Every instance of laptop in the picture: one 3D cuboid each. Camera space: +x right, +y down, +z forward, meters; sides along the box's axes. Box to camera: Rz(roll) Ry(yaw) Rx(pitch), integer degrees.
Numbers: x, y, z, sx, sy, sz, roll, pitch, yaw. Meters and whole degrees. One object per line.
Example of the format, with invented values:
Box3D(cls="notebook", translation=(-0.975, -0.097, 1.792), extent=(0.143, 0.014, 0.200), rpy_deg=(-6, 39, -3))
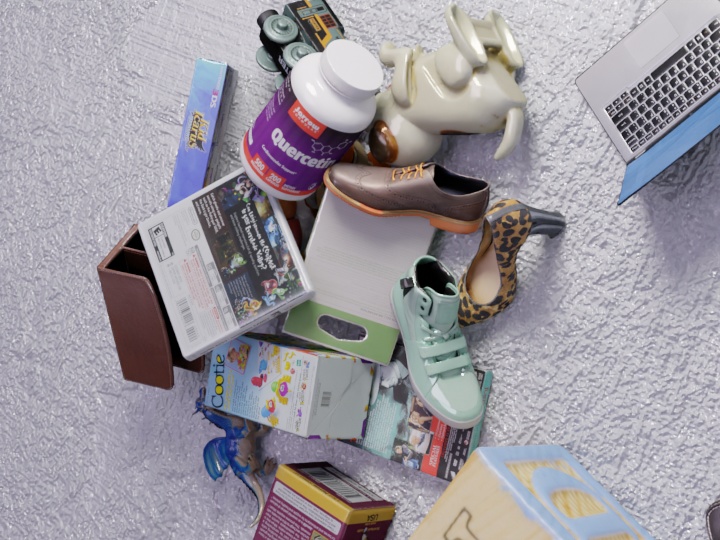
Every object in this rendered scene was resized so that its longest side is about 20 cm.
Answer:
Box3D(cls="laptop", translation=(0.322, -0.197, 1.469), extent=(0.187, 0.116, 0.200), rpy_deg=(-40, 64, 27))

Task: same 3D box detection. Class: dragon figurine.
Box3D(cls="dragon figurine", translation=(-0.170, 0.250, 1.843), extent=(0.099, 0.059, 0.201), rpy_deg=(-20, 74, 35))

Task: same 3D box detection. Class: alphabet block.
Box3D(cls="alphabet block", translation=(0.180, 0.327, 1.488), extent=(0.196, 0.195, 0.200), rpy_deg=(47, 112, 32))

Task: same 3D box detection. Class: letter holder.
Box3D(cls="letter holder", translation=(-0.249, 0.058, 1.821), extent=(0.142, 0.101, 0.201), rpy_deg=(13, 133, 20))

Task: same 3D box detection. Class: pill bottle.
Box3D(cls="pill bottle", translation=(-0.056, -0.181, 1.640), extent=(0.200, 0.112, 0.113), rpy_deg=(-48, 59, 42))

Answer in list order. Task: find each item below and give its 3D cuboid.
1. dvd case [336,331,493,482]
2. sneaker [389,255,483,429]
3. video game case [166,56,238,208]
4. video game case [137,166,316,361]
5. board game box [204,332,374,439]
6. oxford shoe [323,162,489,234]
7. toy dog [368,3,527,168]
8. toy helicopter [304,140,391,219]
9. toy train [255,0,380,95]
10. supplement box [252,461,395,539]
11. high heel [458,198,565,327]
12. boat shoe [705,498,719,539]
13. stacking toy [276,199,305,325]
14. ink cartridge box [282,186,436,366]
Box3D(cls="dvd case", translation=(0.064, 0.169, 1.695), extent=(0.199, 0.022, 0.147), rpy_deg=(14, 94, 36))
Box3D(cls="sneaker", translation=(0.093, 0.081, 1.586), extent=(0.118, 0.074, 0.201), rpy_deg=(114, 135, -65))
Box3D(cls="video game case", translation=(-0.212, -0.181, 1.844), extent=(0.045, 0.181, 0.201), rpy_deg=(12, 95, -3))
Box3D(cls="video game case", translation=(-0.169, -0.014, 1.698), extent=(0.181, 0.023, 0.201), rpy_deg=(-28, 64, 9))
Box3D(cls="board game box", translation=(-0.092, 0.144, 1.750), extent=(0.200, 0.103, 0.105), rpy_deg=(11, 93, 45))
Box3D(cls="oxford shoe", translation=(0.057, -0.105, 1.629), extent=(0.073, 0.199, 0.071), rpy_deg=(108, 171, -46))
Box3D(cls="toy dog", translation=(0.097, -0.200, 1.647), extent=(0.200, 0.139, 0.194), rpy_deg=(-30, 87, 33))
Box3D(cls="toy helicopter", translation=(-0.042, -0.074, 1.759), extent=(0.132, 0.079, 0.201), rpy_deg=(3, 81, 54))
Box3D(cls="toy train", translation=(-0.054, -0.265, 1.765), extent=(0.200, 0.114, 0.085), rpy_deg=(57, 151, 22))
Box3D(cls="supplement box", translation=(-0.060, 0.359, 1.722), extent=(0.131, 0.103, 0.201), rpy_deg=(28, 102, 35))
Box3D(cls="high heel", translation=(0.135, -0.005, 1.578), extent=(0.200, 0.142, 0.071), rpy_deg=(-49, 61, 24))
Box3D(cls="boat shoe", translation=(0.406, 0.324, 1.393), extent=(0.072, 0.065, 0.201), rpy_deg=(-33, 66, 32))
Box3D(cls="stacking toy", translation=(-0.115, -0.017, 1.804), extent=(0.146, 0.146, 0.201), rpy_deg=(-28, 88, 32))
Box3D(cls="ink cartridge box", translation=(0.000, 0.000, 1.693), extent=(0.145, 0.048, 0.201), rpy_deg=(18, 102, -2))
